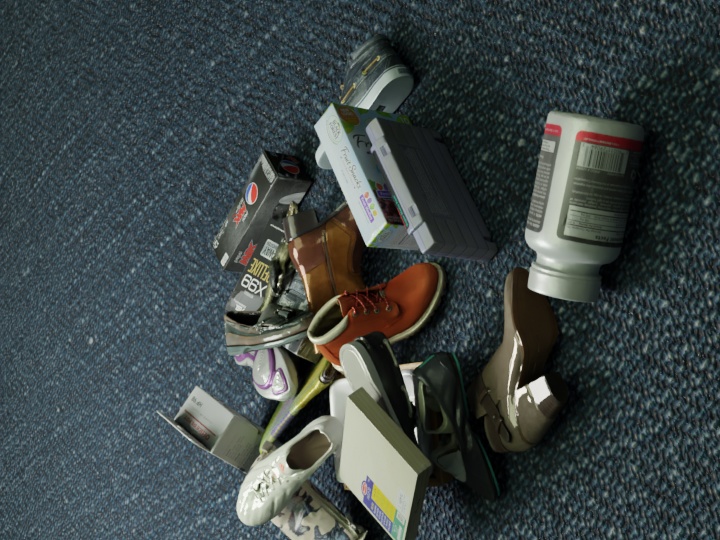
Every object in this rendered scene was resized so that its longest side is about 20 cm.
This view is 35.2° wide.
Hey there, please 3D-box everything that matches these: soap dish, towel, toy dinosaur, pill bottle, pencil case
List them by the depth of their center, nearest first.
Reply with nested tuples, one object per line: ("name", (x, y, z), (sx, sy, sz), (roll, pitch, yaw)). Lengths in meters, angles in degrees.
("pill bottle", (0.245, -0.071, 1.271), (0.110, 0.110, 0.203), (20, 103, 48))
("soap dish", (0.047, 0.209, 1.517), (0.199, 0.081, 0.160), (-14, 78, 48))
("pencil case", (-0.081, 0.333, 1.599), (0.200, 0.078, 0.090), (41, 111, 7))
("toy dinosaur", (-0.114, 0.001, 1.648), (0.088, 0.047, 0.202), (21, 85, 61))
("towel", (-0.078, 0.172, 1.650), (0.200, 0.023, 0.144), (-50, 9, 34))

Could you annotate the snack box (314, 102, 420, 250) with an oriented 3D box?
("snack box", (0.037, -0.122, 1.497), (0.053, 0.141, 0.202), (-46, 55, 36))

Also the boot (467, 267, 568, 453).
("boot", (0.179, 0.118, 1.379), (0.146, 0.069, 0.202), (-44, 49, 49))

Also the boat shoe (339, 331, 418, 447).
("boat shoe", (0.040, 0.174, 1.412), (0.074, 0.060, 0.202), (-28, 86, 57))

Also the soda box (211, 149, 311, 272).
("soda box", (-0.157, -0.089, 1.780), (0.201, 0.070, 0.064), (-56, 45, 31))

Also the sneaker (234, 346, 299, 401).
("sneaker", (-0.120, 0.139, 1.694), (0.076, 0.099, 0.200), (-66, 28, 9))

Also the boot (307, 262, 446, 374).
("boot", (0.022, 0.050, 1.500), (0.200, 0.107, 0.075), (-41, 46, 6))

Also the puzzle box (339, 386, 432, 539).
("puzzle box", (0.027, 0.247, 1.402), (0.133, 0.025, 0.201), (45, 151, 26))

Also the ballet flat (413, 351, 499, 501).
("ballet flat", (0.112, 0.200, 1.405), (0.073, 0.073, 0.202), (-9, 103, 49))

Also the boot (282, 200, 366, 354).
("boot", (0.000, 0.000, 1.569), (0.068, 0.186, 0.203), (74, 179, -88))

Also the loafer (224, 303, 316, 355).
("loafer", (-0.133, 0.076, 1.583), (0.199, 0.071, 0.064), (-16, 93, 49))

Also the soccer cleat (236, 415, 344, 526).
("soccer cleat", (-0.101, 0.269, 1.520), (0.069, 0.078, 0.200), (46, 101, 7))

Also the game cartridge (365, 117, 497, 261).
("game cartridge", (0.087, -0.102, 1.447), (0.038, 0.128, 0.202), (-47, 54, 38))

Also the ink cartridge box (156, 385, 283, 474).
("ink cartridge box", (-0.200, 0.246, 1.714), (0.115, 0.200, 0.067), (27, 80, 47))

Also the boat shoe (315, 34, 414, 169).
("boat shoe", (-0.005, -0.238, 1.616), (0.200, 0.070, 0.092), (-46, 54, 30))

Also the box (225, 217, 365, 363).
("box", (-0.101, 0.027, 1.691), (0.199, 0.050, 0.159), (28, 90, 47))
